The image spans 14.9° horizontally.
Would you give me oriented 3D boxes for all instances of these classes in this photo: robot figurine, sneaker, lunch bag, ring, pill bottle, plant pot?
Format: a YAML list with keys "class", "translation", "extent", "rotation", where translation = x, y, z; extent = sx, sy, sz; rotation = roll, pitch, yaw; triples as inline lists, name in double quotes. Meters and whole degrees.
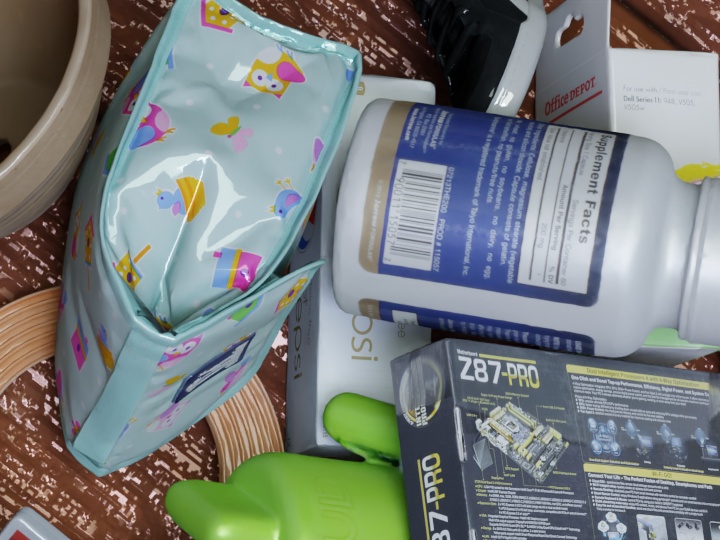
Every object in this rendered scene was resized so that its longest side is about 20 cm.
- class: "robot figurine"
  translation: [-0.002, 0.153, 1.367]
  extent: [0.200, 0.116, 0.176]
  rotation: [9, 97, -26]
- class: "sneaker"
  translation: [0.039, -0.147, 1.470]
  extent: [0.112, 0.073, 0.200]
  rotation: [20, 41, -8]
- class: "lunch bag"
  translation: [-0.087, -0.011, 1.361]
  extent: [0.122, 0.170, 0.200]
  rotation: [21, 59, -9]
- class: "ring"
  translation: [-0.137, 0.106, 1.426]
  extent: [0.200, 0.019, 0.201]
  rotation: [3, 80, -17]
- class: "pill bottle"
  translation: [0.093, -0.018, 1.361]
  extent: [0.200, 0.111, 0.111]
  rotation: [9, 77, 9]
- class: "plant pot"
  translation: [-0.204, -0.079, 1.381]
  extent: [0.201, 0.093, 0.201]
  rotation: [-12, 57, 19]

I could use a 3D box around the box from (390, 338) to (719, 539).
- class: "box"
  translation: [0.110, 0.123, 1.355]
  extent: [0.200, 0.049, 0.161]
  rotation: [8, 70, -40]

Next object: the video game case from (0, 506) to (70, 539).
- class: "video game case"
  translation: [-0.165, 0.227, 1.330]
  extent: [0.143, 0.017, 0.200]
  rotation: [39, 111, -3]

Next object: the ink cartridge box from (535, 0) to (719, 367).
- class: "ink cartridge box"
  translation: [0.144, -0.049, 1.484]
  extent: [0.067, 0.117, 0.200]
  rotation: [3, 80, -17]

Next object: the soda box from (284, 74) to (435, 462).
- class: "soda box"
  translation: [0.000, 0.000, 1.459]
  extent: [0.064, 0.068, 0.200]
  rotation: [4, 79, -15]
